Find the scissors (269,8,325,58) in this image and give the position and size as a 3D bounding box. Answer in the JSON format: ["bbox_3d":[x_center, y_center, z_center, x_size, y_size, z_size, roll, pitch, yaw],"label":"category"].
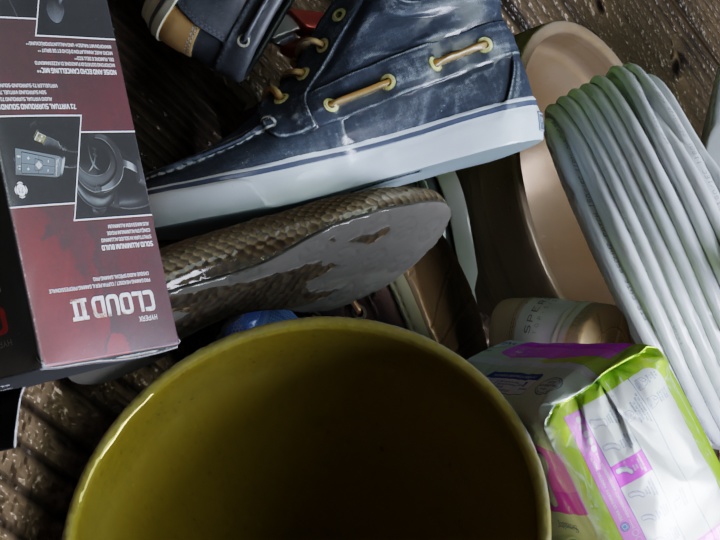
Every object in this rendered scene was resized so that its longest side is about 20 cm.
[{"bbox_3d":[-0.038,-0.111,0.937,0.198,0.014,0.074,4,67,-28],"label":"scissors"}]

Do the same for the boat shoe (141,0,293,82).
[{"bbox_3d":[-0.014,-0.168,0.898,0.062,0.200,0.075,42,-6,3],"label":"boat shoe"}]

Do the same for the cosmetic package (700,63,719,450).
[{"bbox_3d":[0.285,0.002,1.258,0.201,0.163,0.166,92,10,-54],"label":"cosmetic package"}]

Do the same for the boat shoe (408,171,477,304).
[{"bbox_3d":[0.033,0.043,1.048,0.061,0.073,0.202,-9,93,-14],"label":"boat shoe"}]

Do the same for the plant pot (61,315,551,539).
[{"bbox_3d":[-0.012,0.142,0.832,0.142,0.198,0.202,72,23,-56],"label":"plant pot"}]

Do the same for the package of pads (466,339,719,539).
[{"bbox_3d":[0.117,0.128,0.861,0.068,0.154,0.201,-29,98,-17],"label":"package of pads"}]

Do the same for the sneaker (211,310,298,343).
[{"bbox_3d":[0.003,0.073,0.945,0.200,0.089,0.079,47,42,-33],"label":"sneaker"}]

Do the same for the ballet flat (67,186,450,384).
[{"bbox_3d":[-0.050,-0.004,0.866,0.199,0.068,0.046,-20,55,-23],"label":"ballet flat"}]

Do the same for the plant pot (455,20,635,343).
[{"bbox_3d":[0.102,-0.036,1.134,0.200,0.092,0.203,26,57,-51],"label":"plant pot"}]

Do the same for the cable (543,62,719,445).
[{"bbox_3d":[0.157,-0.005,0.990,0.201,0.069,0.200,66,5,29],"label":"cable"}]

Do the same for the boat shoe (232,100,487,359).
[{"bbox_3d":[0.000,0.000,0.985,0.201,0.072,0.072,60,25,-11],"label":"boat shoe"}]

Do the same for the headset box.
[{"bbox_3d":[-0.156,-0.033,0.692,0.077,0.148,0.202,-5,83,-56],"label":"headset box"}]

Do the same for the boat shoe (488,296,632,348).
[{"bbox_3d":[0.102,0.095,1.000,0.074,0.069,0.202,-39,134,-41],"label":"boat shoe"}]

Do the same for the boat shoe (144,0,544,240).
[{"bbox_3d":[-0.020,-0.077,0.906,0.071,0.198,0.092,135,-60,-80],"label":"boat shoe"}]
